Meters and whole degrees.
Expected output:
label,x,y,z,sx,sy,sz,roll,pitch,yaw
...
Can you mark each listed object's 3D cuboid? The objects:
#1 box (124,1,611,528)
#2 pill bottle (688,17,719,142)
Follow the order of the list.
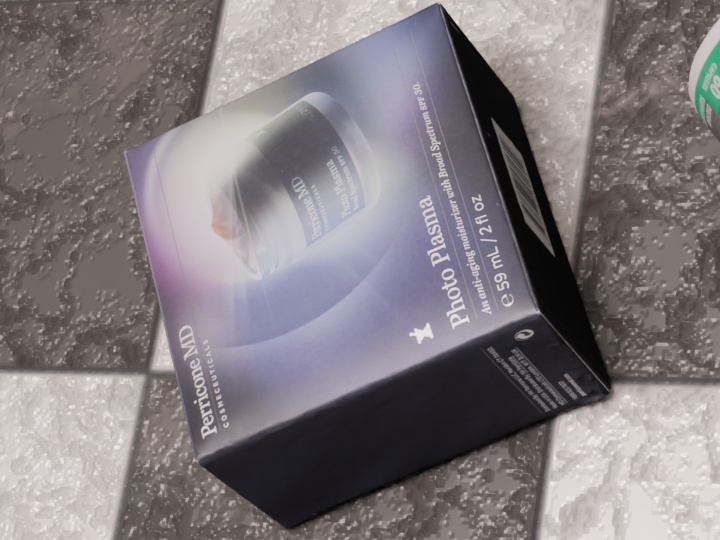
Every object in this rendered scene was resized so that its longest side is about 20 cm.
label,x,y,z,sx,sy,sz,roll,pitch,yaw
box,0.000,0.000,1.275,0.198,0.123,0.200,-25,59,14
pill bottle,0.259,-0.050,1.183,0.113,0.113,0.200,-36,57,5
